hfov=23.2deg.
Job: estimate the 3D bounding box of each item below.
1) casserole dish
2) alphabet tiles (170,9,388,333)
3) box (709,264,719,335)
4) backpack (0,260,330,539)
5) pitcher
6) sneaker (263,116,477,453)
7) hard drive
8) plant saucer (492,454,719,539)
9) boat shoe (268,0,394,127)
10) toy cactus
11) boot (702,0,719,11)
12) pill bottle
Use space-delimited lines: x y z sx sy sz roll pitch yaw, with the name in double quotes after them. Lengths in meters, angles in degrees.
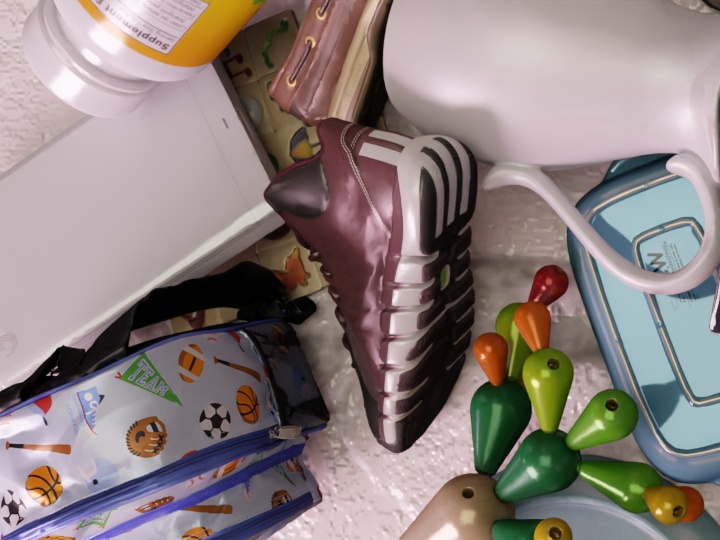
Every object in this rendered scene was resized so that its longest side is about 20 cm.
0.183 0.023 0.952 0.121 0.039 0.200 -21 80 17 "casserole dish"
-0.076 -0.056 1.062 0.200 0.006 0.167 -20 82 17 "alphabet tiles"
0.241 -0.063 0.785 0.141 0.079 0.200 10 121 13 "box"
-0.122 0.100 0.972 0.200 0.190 0.154 -30 75 17 "backpack"
0.111 -0.085 0.929 0.200 0.121 0.172 13 81 23 "pitcher"
0.000 0.000 0.974 0.115 0.076 0.200 23 126 26 "sneaker"
-0.148 -0.032 1.045 0.200 0.026 0.132 -33 61 10 "hard drive"
0.119 0.202 0.973 0.200 0.027 0.200 -1 87 19 "plant saucer"
-0.002 -0.170 0.978 0.068 0.072 0.200 23 113 11 "boat shoe"
0.090 0.110 0.939 0.165 0.102 0.200 -42 53 30 "toy cactus"
0.250 -0.199 0.872 0.203 0.154 0.074 -9 66 20 "boot"
-0.103 -0.176 0.970 0.200 0.111 0.111 -43 74 35 "pill bottle"
